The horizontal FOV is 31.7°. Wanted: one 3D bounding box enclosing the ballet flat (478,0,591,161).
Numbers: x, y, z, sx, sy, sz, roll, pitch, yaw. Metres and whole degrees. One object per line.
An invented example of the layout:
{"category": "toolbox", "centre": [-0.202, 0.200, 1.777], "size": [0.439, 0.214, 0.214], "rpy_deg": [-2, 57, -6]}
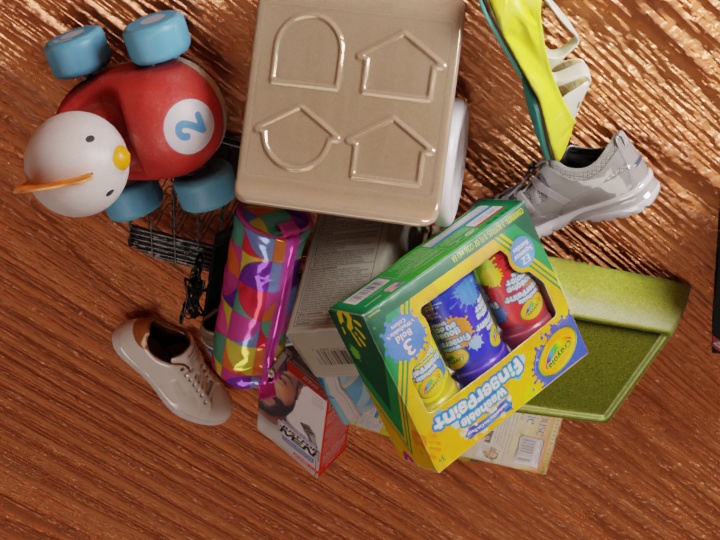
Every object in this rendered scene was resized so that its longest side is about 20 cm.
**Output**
{"category": "ballet flat", "centre": [0.163, -0.176, 1.099], "size": [0.066, 0.067, 0.201], "rpy_deg": [-22, 132, 11]}

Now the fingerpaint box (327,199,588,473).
{"category": "fingerpaint box", "centre": [0.095, 0.057, 1.171], "size": [0.073, 0.199, 0.169], "rpy_deg": [8, 127, 61]}

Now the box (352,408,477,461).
{"category": "box", "centre": [0.086, 0.177, 1.597], "size": [0.197, 0.049, 0.118], "rpy_deg": [20, 143, -2]}

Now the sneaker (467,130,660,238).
{"category": "sneaker", "centre": [0.186, -0.085, 1.217], "size": [0.198, 0.075, 0.083], "rpy_deg": [-15, 112, 33]}

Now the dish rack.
{"category": "dish rack", "centre": [-0.182, -0.071, 1.365], "size": [0.151, 0.055, 0.201], "rpy_deg": [15, 146, 1]}

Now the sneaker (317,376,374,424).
{"category": "sneaker", "centre": [0.008, 0.087, 1.397], "size": [0.129, 0.080, 0.201], "rpy_deg": [-28, 154, -4]}

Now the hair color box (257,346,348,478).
{"category": "hair color box", "centre": [-0.070, 0.164, 1.589], "size": [0.110, 0.064, 0.201], "rpy_deg": [36, 147, 20]}

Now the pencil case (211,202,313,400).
{"category": "pencil case", "centre": [-0.101, 0.027, 1.301], "size": [0.087, 0.089, 0.203], "rpy_deg": [12, 119, 4]}

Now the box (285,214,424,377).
{"category": "box", "centre": [0.000, 0.000, 1.265], "size": [0.094, 0.202, 0.078], "rpy_deg": [-5, 140, 26]}

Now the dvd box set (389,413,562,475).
{"category": "dvd box set", "centre": [0.144, 0.159, 1.514], "size": [0.197, 0.030, 0.148], "rpy_deg": [12, 118, 1]}

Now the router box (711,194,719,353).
{"category": "router box", "centre": [0.422, 0.006, 1.237], "size": [0.147, 0.063, 0.201], "rpy_deg": [2, 142, 15]}

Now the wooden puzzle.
{"category": "wooden puzzle", "centre": [-0.008, -0.147, 1.107], "size": [0.182, 0.204, 0.046], "rpy_deg": [8, 178, 9]}

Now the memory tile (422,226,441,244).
{"category": "memory tile", "centre": [0.068, 0.048, 1.282], "size": [0.016, 0.153, 0.204], "rpy_deg": [4, 103, 5]}

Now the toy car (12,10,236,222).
{"category": "toy car", "centre": [-0.232, -0.110, 1.162], "size": [0.174, 0.201, 0.187], "rpy_deg": [-4, 118, 24]}

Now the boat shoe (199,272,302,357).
{"category": "boat shoe", "centre": [-0.084, 0.043, 1.398], "size": [0.198, 0.073, 0.073], "rpy_deg": [-26, 154, -1]}

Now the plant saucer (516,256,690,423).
{"category": "plant saucer", "centre": [0.230, 0.089, 1.326], "size": [0.197, 0.048, 0.201], "rpy_deg": [10, 127, -25]}

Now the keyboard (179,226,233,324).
{"category": "keyboard", "centre": [-0.150, 0.002, 1.388], "size": [0.103, 0.040, 0.201], "rpy_deg": [-16, 152, -22]}

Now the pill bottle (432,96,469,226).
{"category": "pill bottle", "centre": [-0.003, -0.113, 1.188], "size": [0.197, 0.121, 0.120], "rpy_deg": [9, 144, 10]}

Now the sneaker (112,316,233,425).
{"category": "sneaker", "centre": [-0.224, 0.131, 1.625], "size": [0.084, 0.074, 0.200], "rpy_deg": [-19, 131, 41]}
